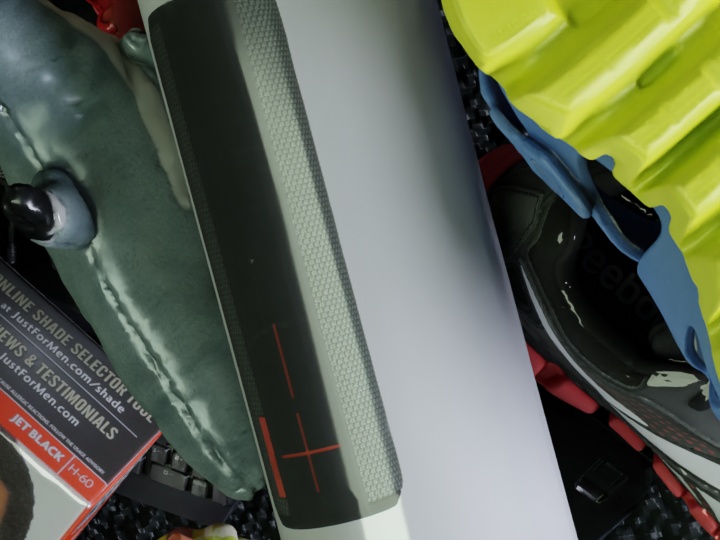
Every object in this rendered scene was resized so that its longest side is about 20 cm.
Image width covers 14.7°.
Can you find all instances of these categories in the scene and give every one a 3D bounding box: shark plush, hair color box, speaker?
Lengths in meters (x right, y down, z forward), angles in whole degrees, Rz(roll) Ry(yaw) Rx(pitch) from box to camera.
[{"bbox_3d":[-0.073,-0.032,0.769,0.090,0.083,0.201,-13,121,21],"label":"shark plush"},{"bbox_3d":[-0.157,0.086,0.966,0.101,0.061,0.200,41,130,2],"label":"hair color box"},{"bbox_3d":[0.000,0.000,0.752,0.081,0.081,0.201,-13,92,32],"label":"speaker"}]

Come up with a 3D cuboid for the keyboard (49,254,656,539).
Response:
[{"bbox_3d":[0.009,0.013,0.860,0.200,0.040,0.104,36,124,-15],"label":"keyboard"}]

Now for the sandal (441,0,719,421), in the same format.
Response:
[{"bbox_3d":[0.093,-0.017,0.695,0.079,0.087,0.200,-35,90,-5],"label":"sandal"}]

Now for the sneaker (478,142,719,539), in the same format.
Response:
[{"bbox_3d":[0.112,0.032,0.778,0.200,0.071,0.098,38,166,-4],"label":"sneaker"}]

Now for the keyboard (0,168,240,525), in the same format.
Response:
[{"bbox_3d":[-0.123,0.009,0.949,0.199,0.021,0.128,18,120,19],"label":"keyboard"}]

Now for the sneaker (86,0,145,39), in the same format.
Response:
[{"bbox_3d":[-0.084,-0.097,0.845,0.199,0.078,0.116,21,120,19],"label":"sneaker"}]

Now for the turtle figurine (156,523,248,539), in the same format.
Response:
[{"bbox_3d":[-0.091,0.137,0.927,0.064,0.161,0.201,42,127,31],"label":"turtle figurine"}]
